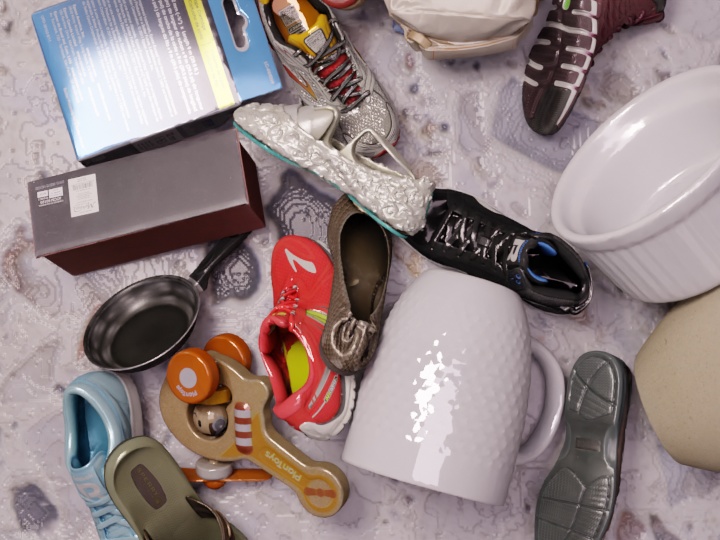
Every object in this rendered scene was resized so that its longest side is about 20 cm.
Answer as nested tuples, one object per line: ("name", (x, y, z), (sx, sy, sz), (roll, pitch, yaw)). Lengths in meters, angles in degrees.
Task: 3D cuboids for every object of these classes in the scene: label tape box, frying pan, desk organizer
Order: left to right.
("desk organizer", (-0.190, -0.058, 1.032), (0.197, 0.077, 0.073), (-14, 73, 6))
("label tape box", (-0.183, -0.195, 1.051), (0.197, 0.066, 0.145), (-19, 85, -2))
("frying pan", (-0.179, 0.023, 1.046), (0.113, 0.031, 0.191), (5, 47, 30))

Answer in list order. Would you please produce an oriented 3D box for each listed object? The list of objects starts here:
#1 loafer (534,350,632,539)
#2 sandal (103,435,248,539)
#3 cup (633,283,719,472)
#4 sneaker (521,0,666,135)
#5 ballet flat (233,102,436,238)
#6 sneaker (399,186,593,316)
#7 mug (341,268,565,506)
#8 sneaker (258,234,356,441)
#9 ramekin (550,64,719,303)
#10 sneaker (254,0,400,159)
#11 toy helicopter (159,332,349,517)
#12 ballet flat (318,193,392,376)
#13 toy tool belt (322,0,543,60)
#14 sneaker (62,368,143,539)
("loafer", (0.209, 0.175, 1.020), (0.071, 0.062, 0.203), (12, 89, 39))
("sandal", (-0.150, 0.230, 0.989), (0.080, 0.057, 0.202), (-47, 118, -22))
("cup", (0.319, 0.093, 0.973), (0.142, 0.200, 0.203), (-26, 86, 25))
("sneaker", (0.226, -0.216, 1.044), (0.114, 0.076, 0.203), (5, 109, -29))
("ballet flat", (-0.017, -0.106, 1.011), (0.198, 0.072, 0.072), (33, 87, 5))
("sneaker", (0.119, -0.027, 1.009), (0.198, 0.112, 0.074), (25, 86, 3))
("mug", (0.096, 0.104, 0.996), (0.198, 0.147, 0.178), (19, 82, -27))
("sneaker", (-0.053, 0.046, 0.989), (0.076, 0.084, 0.202), (-31, 52, 27))
("ramekin", (0.268, -0.068, 0.968), (0.201, 0.200, 0.098), (-46, 111, -2))
("sneaker", (-0.037, -0.186, 1.038), (0.077, 0.082, 0.201), (-38, 87, -2))
("toy helicopter", (-0.099, 0.158, 1.015), (0.199, 0.079, 0.134), (33, 110, 14))
("ballet flat", (0.000, 0.000, 0.993), (0.067, 0.046, 0.202), (23, 47, -15))
("toy tool belt", (0.067, -0.255, 1.038), (0.196, 0.123, 0.127), (3, 98, 13))
("sneaker", (-0.227, 0.189, 1.007), (0.073, 0.082, 0.203), (-17, 86, 23))
